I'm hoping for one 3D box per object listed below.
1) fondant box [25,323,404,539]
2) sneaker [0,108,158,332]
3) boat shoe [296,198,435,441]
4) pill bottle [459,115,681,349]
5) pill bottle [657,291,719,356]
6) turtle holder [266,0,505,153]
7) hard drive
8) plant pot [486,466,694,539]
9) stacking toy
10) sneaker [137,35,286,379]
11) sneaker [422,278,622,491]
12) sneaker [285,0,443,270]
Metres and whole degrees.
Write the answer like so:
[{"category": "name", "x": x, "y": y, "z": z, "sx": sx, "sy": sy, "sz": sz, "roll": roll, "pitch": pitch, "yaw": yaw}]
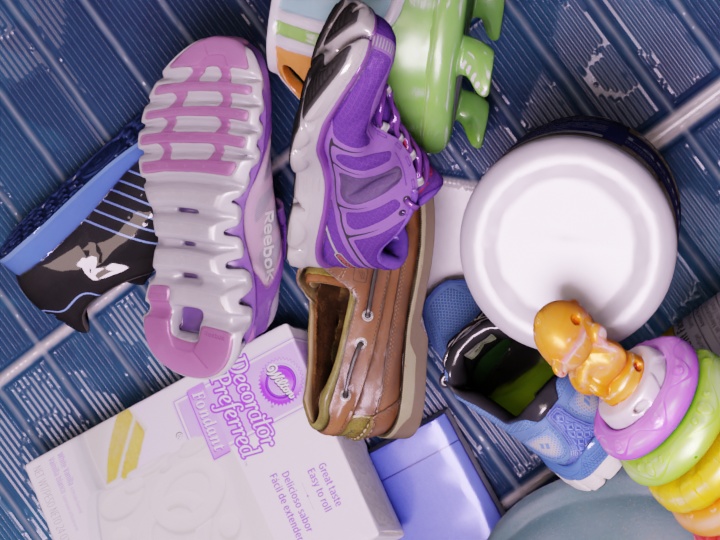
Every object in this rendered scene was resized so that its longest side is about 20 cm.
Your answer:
[{"category": "fondant box", "x": -0.093, "y": 0.142, "z": 1.250, "sx": 0.199, "sy": 0.058, "sz": 0.145, "roll": -28, "pitch": 75, "yaw": 12}, {"category": "sneaker", "x": -0.131, "y": -0.046, "z": 1.251, "sx": 0.200, "sy": 0.070, "sz": 0.078, "roll": -39, "pitch": 111, "yaw": 8}, {"category": "boat shoe", "x": 0.000, "y": 0.000, "z": 1.197, "sx": 0.068, "sy": 0.072, "sz": 0.202, "roll": 3, "pitch": 78, "yaw": -25}, {"category": "pill bottle", "x": 0.123, "y": -0.027, "z": 1.131, "sx": 0.115, "sy": 0.200, "sz": 0.117, "roll": 2, "pitch": 100, "yaw": 10}, {"category": "pill bottle", "x": 0.240, "y": 0.060, "z": 1.166, "sx": 0.200, "sy": 0.114, "sz": 0.115, "roll": -38, "pitch": 90, "yaw": 14}, {"category": "turtle holder", "x": 0.018, "y": -0.165, "z": 1.157, "sx": 0.131, "sy": 0.141, "sz": 0.187, "roll": 8, "pitch": 95, "yaw": 4}, {"category": "hard drive", "x": 0.046, "y": 0.206, "z": 1.268, "sx": 0.131, "sy": 0.025, "sz": 0.201, "roll": -29, "pitch": 92, "yaw": 13}, {"category": "plant pot", "x": 0.158, "y": 0.229, "z": 1.132, "sx": 0.199, "sy": 0.135, "sz": 0.201, "roll": 5, "pitch": 128, "yaw": 7}, {"category": "stacking toy", "x": 0.163, "y": 0.076, "z": 1.027, "sx": 0.199, "sy": 0.117, "sz": 0.110, "roll": 33, "pitch": 144, "yaw": -20}, {"category": "sneaker", "x": -0.079, "y": -0.040, "z": 1.197, "sx": 0.080, "sy": 0.088, "sz": 0.202, "roll": 11, "pitch": 104, "yaw": 29}, {"category": "sneaker", "x": 0.085, "y": 0.046, "z": 1.161, "sx": 0.089, "sy": 0.200, "sz": 0.079, "roll": 38, "pitch": 92, "yaw": -32}, {"category": "sneaker", "x": 0.006, "y": -0.070, "z": 1.091, "sx": 0.083, "sy": 0.200, "sz": 0.081, "roll": 10, "pitch": 58, "yaw": 3}]
